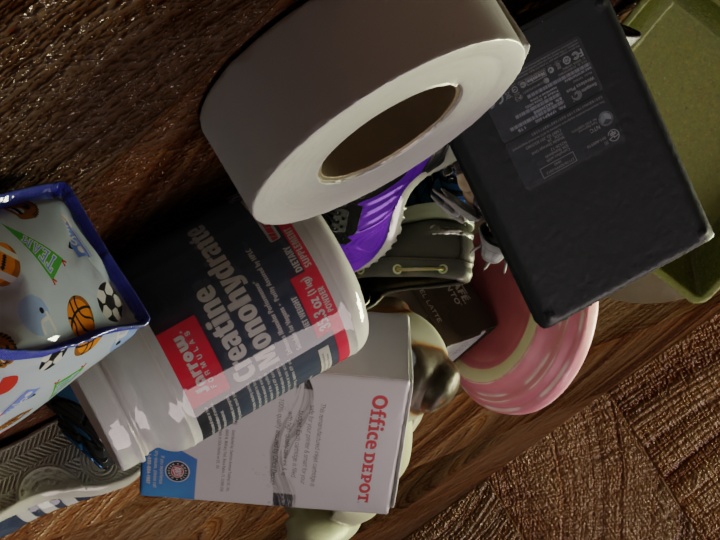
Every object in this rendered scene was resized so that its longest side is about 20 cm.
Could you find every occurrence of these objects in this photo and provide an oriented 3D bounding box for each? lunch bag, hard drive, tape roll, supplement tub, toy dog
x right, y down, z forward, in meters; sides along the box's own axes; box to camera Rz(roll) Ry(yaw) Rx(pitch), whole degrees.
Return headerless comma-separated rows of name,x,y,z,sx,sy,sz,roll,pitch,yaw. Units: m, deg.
lunch bag,-0.249,0.041,1.131,0.170,0.124,0.200,-38,174,28
hard drive,0.143,-0.078,1.383,0.139,0.201,0.033,-28,-164,-3
tape roll,0.002,-0.112,1.250,0.202,0.071,0.203,-30,167,-8
supplement tub,-0.107,0.037,1.394,0.199,0.141,0.140,-29,167,-11
toy dog,0.007,0.122,1.703,0.193,0.140,0.200,-8,142,-33

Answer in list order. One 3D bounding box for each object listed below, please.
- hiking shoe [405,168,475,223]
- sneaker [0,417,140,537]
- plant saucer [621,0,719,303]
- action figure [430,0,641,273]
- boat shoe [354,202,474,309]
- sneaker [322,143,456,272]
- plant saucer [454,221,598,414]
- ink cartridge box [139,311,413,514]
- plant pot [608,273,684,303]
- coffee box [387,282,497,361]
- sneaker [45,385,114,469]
hiking shoe,0.077,-0.092,1.543,0.086,0.075,0.200,17,133,-44
sneaker,-0.275,0.178,1.701,0.199,0.075,0.085,-14,162,-31
plant saucer,0.254,-0.108,1.574,0.200,0.200,0.048,-50,-170,18
action figure,0.129,-0.088,1.436,0.069,0.129,0.201,-55,168,-72
boat shoe,-0.002,-0.001,1.553,0.201,0.061,0.072,-14,159,30
sneaker,-0.009,-0.062,1.439,0.099,0.070,0.200,-15,154,-38
plant saucer,0.132,0.029,1.835,0.051,0.202,0.200,9,143,-36
ink cartridge box,-0.066,0.104,1.546,0.199,0.084,0.145,5,129,-4
plant pot,0.242,-0.092,1.691,0.200,0.201,0.135,-31,135,-3
coffee box,0.017,0.064,1.848,0.080,0.115,0.200,-18,162,-47
sneaker,-0.203,0.097,1.599,0.082,0.073,0.200,-48,175,-14
